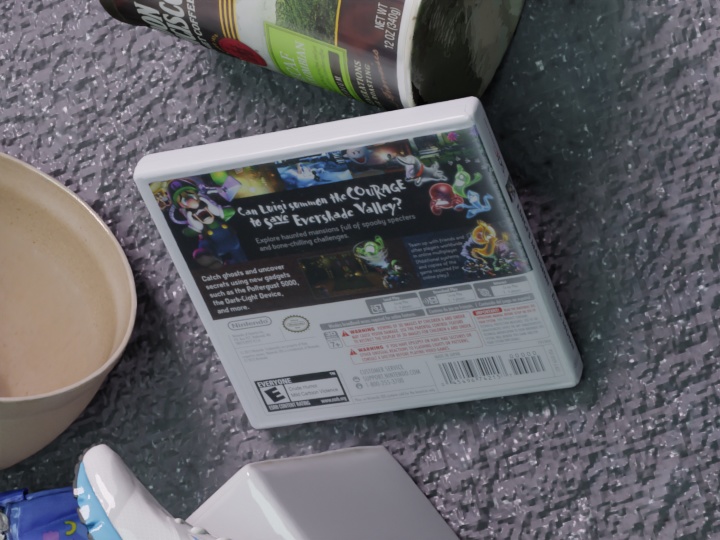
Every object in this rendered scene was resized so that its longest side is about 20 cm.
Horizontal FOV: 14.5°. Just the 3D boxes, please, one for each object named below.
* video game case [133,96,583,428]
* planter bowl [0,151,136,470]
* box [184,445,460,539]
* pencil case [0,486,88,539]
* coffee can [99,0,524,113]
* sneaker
[{"bbox_3d":[0.000,0.000,1.523,0.199,0.023,0.183,-8,125,23],"label":"video game case"},{"bbox_3d":[-0.240,0.042,1.607,0.200,0.200,0.135,42,132,18],"label":"planter bowl"},{"bbox_3d":[-0.039,0.222,1.499,0.199,0.200,0.172,-43,76,17],"label":"box"},{"bbox_3d":[-0.176,0.216,1.600,0.078,0.087,0.201,-16,72,24],"label":"pencil case"},{"bbox_3d":[-0.025,-0.176,1.522,0.199,0.146,0.147,20,98,22],"label":"coffee can"},{"bbox_3d":[-0.061,0.155,1.374,0.087,0.075,0.200,-39,77,2],"label":"sneaker"}]
